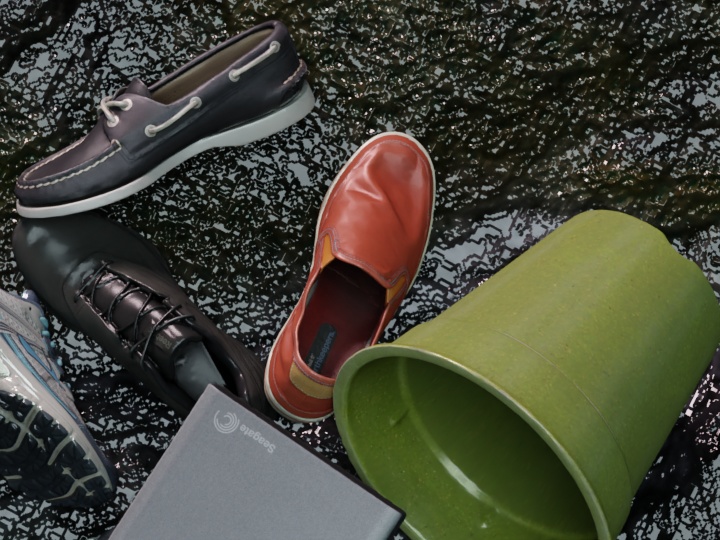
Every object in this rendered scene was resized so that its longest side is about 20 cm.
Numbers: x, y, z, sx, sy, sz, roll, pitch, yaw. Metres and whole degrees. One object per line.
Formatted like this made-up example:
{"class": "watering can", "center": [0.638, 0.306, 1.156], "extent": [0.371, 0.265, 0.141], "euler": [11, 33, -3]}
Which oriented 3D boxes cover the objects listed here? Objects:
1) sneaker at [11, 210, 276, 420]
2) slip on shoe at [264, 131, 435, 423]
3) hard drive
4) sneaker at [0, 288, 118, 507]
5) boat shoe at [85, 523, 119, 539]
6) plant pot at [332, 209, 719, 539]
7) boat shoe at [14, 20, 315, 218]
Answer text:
{"class": "sneaker", "center": [-0.130, 0.030, 1.690], "extent": [0.200, 0.091, 0.076], "euler": [38, 88, 0]}
{"class": "slip on shoe", "center": [0.000, 0.000, 1.700], "extent": [0.074, 0.061, 0.201], "euler": [28, 65, -9]}
{"class": "hard drive", "center": [-0.084, 0.187, 1.627], "extent": [0.139, 0.033, 0.200], "euler": [33, 91, 11]}
{"class": "sneaker", "center": [-0.209, 0.058, 1.690], "extent": [0.200, 0.077, 0.086], "euler": [50, 45, -17]}
{"class": "boat shoe", "center": [-0.163, 0.199, 1.692], "extent": [0.200, 0.060, 0.076], "euler": [-42, 90, -6]}
{"class": "plant pot", "center": [0.119, 0.067, 1.658], "extent": [0.200, 0.200, 0.190], "euler": [46, 59, -1]}
{"class": "boat shoe", "center": [-0.126, -0.092, 1.698], "extent": [0.199, 0.074, 0.061], "euler": [-23, 115, -8]}
